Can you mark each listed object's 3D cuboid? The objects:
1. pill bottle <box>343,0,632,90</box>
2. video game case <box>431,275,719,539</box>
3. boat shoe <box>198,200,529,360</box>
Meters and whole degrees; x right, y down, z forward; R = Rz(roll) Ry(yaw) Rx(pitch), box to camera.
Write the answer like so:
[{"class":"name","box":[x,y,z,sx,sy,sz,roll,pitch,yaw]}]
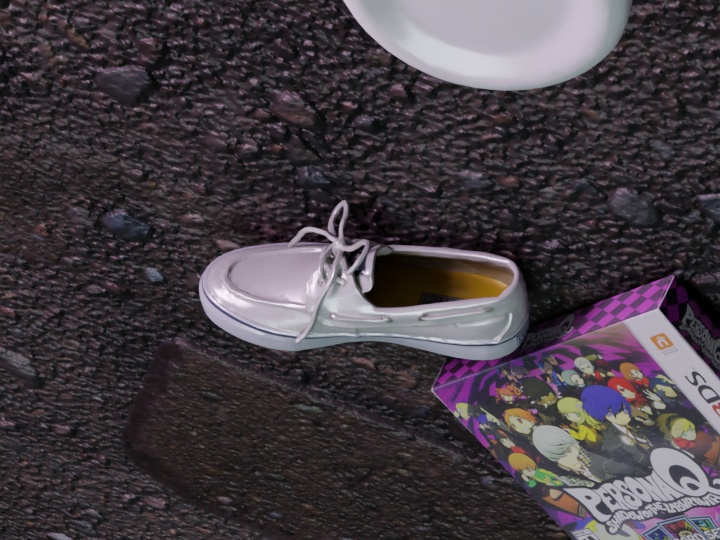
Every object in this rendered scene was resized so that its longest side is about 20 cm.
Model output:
[{"class":"pill bottle","box":[0.067,-0.180,0.810,0.114,0.200,0.114,12,147,8]},{"class":"video game case","box":[0.171,0.100,1.292,0.200,0.036,0.181,-22,117,45]},{"class":"boat shoe","box":[0.000,0.004,1.225,0.201,0.075,0.086,8,146,10]}]
